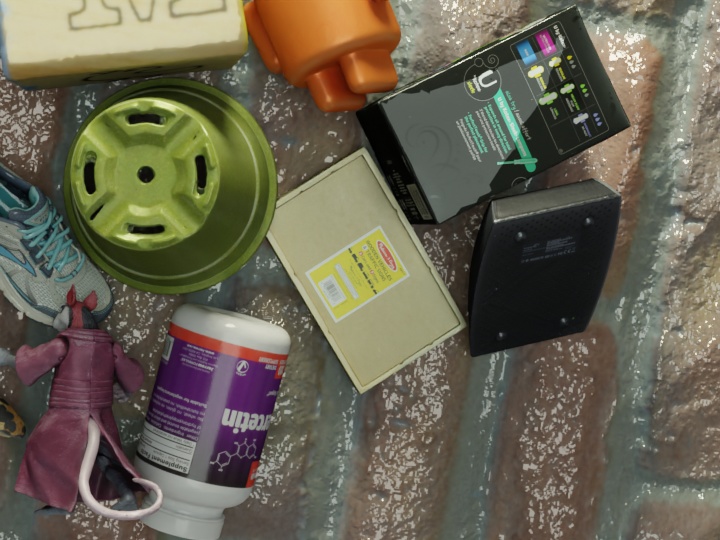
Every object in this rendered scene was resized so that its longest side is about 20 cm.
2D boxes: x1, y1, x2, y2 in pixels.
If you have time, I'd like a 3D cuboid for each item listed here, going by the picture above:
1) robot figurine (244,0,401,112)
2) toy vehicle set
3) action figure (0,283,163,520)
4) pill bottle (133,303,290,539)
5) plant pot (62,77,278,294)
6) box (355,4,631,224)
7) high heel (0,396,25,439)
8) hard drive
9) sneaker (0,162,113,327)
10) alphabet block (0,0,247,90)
[{"bbox_3d":[-0.034,-0.244,1.300,0.116,0.144,0.201,-21,84,-18],"label":"robot figurine"},{"bbox_3d":[0.000,0.000,1.375,0.124,0.027,0.201,-31,98,-6],"label":"toy vehicle set"},{"bbox_3d":[-0.247,0.112,1.251,0.133,0.149,0.201,1,88,-24],"label":"action figure"},{"bbox_3d":[-0.139,0.137,1.318,0.112,0.112,0.201,14,92,-10],"label":"pill bottle"},{"bbox_3d":[-0.175,-0.077,1.246,0.199,0.190,0.201,0,91,0],"label":"plant pot"},{"bbox_3d":[0.118,-0.138,1.324,0.199,0.149,0.125,-27,96,-7],"label":"box"},{"bbox_3d":[-0.353,0.049,1.299,0.200,0.071,0.143,37,88,-5],"label":"high heel"},{"bbox_3d":[0.162,-0.003,1.333,0.134,0.201,0.042,-12,53,-12],"label":"hard drive"},{"bbox_3d":[-0.295,-0.027,1.281,0.200,0.086,0.078,42,50,-13],"label":"sneaker"},{"bbox_3d":[-0.211,-0.265,1.242,0.199,0.195,0.198,-7,97,-7],"label":"alphabet block"}]
